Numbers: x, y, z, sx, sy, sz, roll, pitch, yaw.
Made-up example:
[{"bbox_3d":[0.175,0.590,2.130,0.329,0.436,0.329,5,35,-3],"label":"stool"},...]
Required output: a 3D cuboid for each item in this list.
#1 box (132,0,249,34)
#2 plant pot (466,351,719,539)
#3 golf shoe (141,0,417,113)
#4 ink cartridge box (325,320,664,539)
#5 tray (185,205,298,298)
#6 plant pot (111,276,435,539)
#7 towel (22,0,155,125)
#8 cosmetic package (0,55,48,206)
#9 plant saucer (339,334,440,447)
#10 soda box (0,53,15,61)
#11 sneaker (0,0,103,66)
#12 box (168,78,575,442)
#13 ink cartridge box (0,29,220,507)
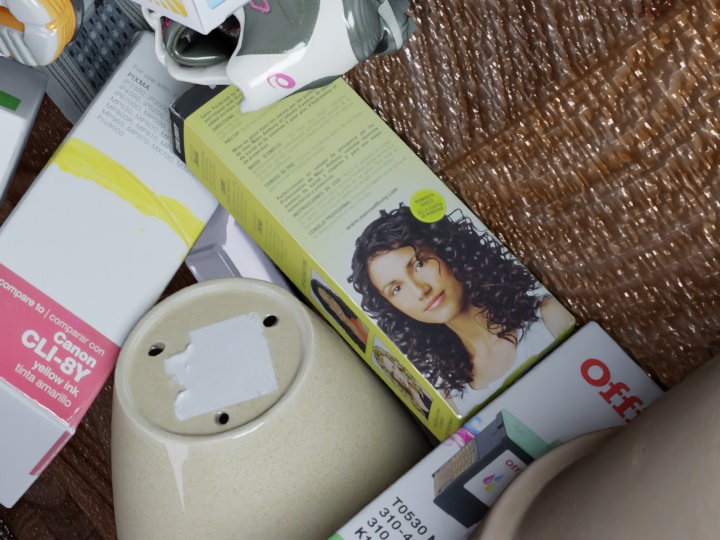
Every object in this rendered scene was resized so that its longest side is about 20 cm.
[{"bbox_3d":[-0.089,-0.184,0.700,0.199,0.112,0.102,29,150,45],"label":"box"},{"bbox_3d":[0.142,0.104,0.608,0.200,0.199,0.175,44,140,20],"label":"plant pot"},{"bbox_3d":[-0.066,-0.131,0.776,0.199,0.088,0.078,32,154,46],"label":"golf shoe"},{"bbox_3d":[0.070,0.140,0.761,0.145,0.199,0.084,46,156,15],"label":"ink cartridge box"},{"bbox_3d":[-0.047,0.050,1.121,0.201,0.022,0.107,56,159,-9],"label":"tray"},{"bbox_3d":[-0.043,0.102,0.872,0.187,0.187,0.201,36,156,36],"label":"plant pot"},{"bbox_3d":[-0.151,-0.145,0.977,0.201,0.034,0.192,53,153,-2],"label":"towel"},{"bbox_3d":[-0.225,-0.071,0.931,0.107,0.086,0.200,22,-171,-12],"label":"cosmetic package"},{"bbox_3d":[0.056,0.109,0.985,0.200,0.029,0.201,45,159,23],"label":"plant saucer"},{"bbox_3d":[-0.241,-0.147,1.159,0.069,0.063,0.200,57,159,-14],"label":"soda box"},{"bbox_3d":[-0.184,-0.158,0.912,0.199,0.077,0.079,26,152,42],"label":"sneaker"},{"bbox_3d":[0.002,-0.018,0.831,0.200,0.075,0.050,45,161,16],"label":"box"},{"bbox_3d":[-0.141,0.000,0.911,0.083,0.201,0.145,34,150,-7],"label":"ink cartridge box"}]
